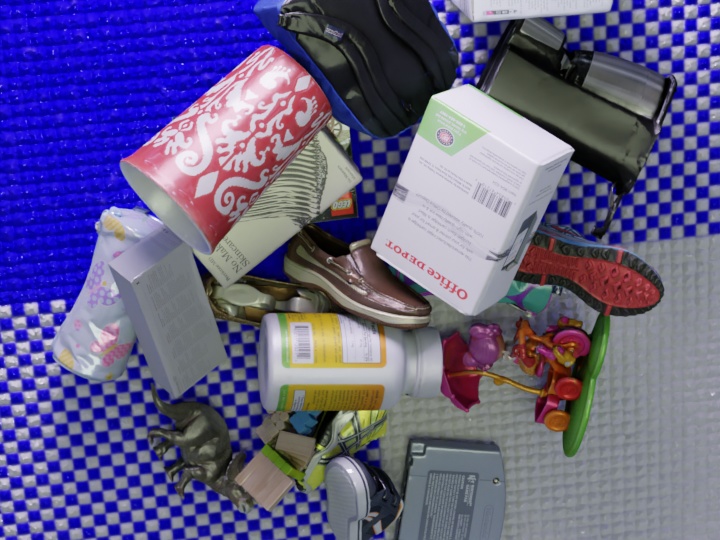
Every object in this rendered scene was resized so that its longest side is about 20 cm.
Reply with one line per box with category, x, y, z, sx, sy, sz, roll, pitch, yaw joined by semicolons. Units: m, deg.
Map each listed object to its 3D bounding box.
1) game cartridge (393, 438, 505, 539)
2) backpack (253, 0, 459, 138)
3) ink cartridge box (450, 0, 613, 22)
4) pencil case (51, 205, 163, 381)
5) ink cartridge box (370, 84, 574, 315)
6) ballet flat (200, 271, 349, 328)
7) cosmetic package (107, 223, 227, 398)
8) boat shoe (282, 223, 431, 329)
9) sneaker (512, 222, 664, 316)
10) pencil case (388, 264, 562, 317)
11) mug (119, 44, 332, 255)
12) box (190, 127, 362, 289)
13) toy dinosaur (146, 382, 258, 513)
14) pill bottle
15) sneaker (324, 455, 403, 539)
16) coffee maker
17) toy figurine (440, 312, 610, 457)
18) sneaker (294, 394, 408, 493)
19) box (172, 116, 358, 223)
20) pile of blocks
game cartridge;0.113;0.308;1.865;0.133;0.040;0.200;7;107;-6
backpack;0.004;-0.253;1.599;0.162;0.168;0.200;-41;110;-4
ink cartridge box;0.197;-0.307;1.594;0.200;0.196;0.043;-3;110;-6
pencil case;-0.283;0.028;1.698;0.091;0.083;0.200;16;106;-26
ink cartridge box;0.117;-0.075;1.600;0.145;0.084;0.200;35;123;20
ballet flat;-0.098;0.042;1.732;0.200;0.065;0.071;7;83;-11
cosmetic package;-0.216;0.048;1.675;0.083;0.051;0.200;-39;141;-25
boat shoe;-0.004;0.001;1.680;0.202;0.075;0.075;24;112;28
sneaker;0.250;-0.017;1.677;0.200;0.096;0.079;21;116;2
pencil case;0.132;0.001;1.743;0.200;0.085;0.093;7;87;-9
mug;-0.148;-0.139;1.575;0.200;0.177;0.133;-46;129;-13
box;-0.100;-0.076;1.656;0.200;0.068;0.082;-40;108;6
toy dinosaur;-0.196;0.207;1.784;0.102;0.077;0.200;-28;105;-10
pill bottle;-0.012;0.104;1.690;0.200;0.111;0.111;1;107;-10
sneaker;0.005;0.265;1.781;0.079;0.200;0.078;-27;66;-18
coffee maker;0.225;-0.172;1.652;0.200;0.135;0.192;23;68;-2
toy figurine;0.181;0.113;1.755;0.184;0.150;0.200;12;132;-1
sneaker;-0.010;0.193;1.792;0.076;0.075;0.200;31;103;-15
box;-0.108;-0.118;1.699;0.200;0.038;0.137;-8;108;-5
pile of blocks;-0.077;0.189;1.758;0.082;0.062;0.200;14;80;22
